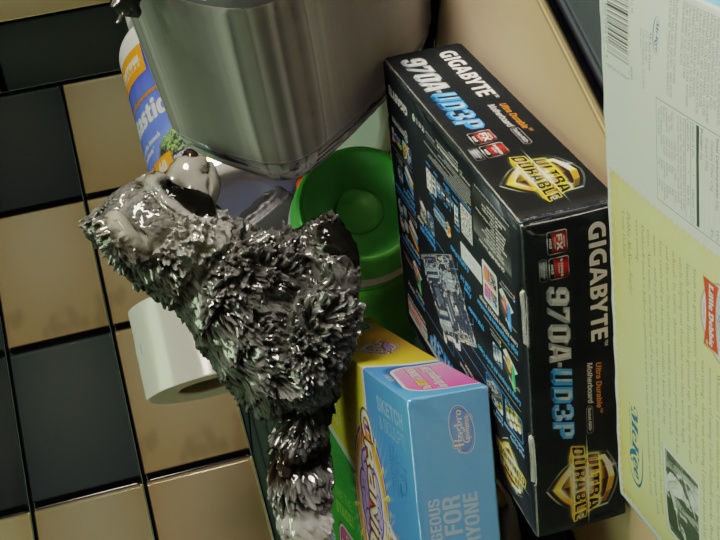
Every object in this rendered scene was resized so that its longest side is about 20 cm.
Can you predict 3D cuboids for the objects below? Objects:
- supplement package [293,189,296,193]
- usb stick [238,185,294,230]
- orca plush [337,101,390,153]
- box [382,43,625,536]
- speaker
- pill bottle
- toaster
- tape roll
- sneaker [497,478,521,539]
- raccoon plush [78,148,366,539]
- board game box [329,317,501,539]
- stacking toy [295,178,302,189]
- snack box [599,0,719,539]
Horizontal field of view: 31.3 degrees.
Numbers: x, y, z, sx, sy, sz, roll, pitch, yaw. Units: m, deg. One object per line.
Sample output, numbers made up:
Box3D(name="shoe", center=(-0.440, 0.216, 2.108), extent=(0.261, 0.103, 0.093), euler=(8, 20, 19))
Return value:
Box3D(name="supplement package", center=(-0.103, -0.106, 1.204), extent=(0.114, 0.109, 0.201), euler=(-119, 19, -59))
Box3D(name="usb stick", center=(-0.024, 0.031, 0.930), extent=(0.033, 0.055, 0.201), euler=(4, 131, 57))
Box3D(name="orca plush", center=(-0.023, -0.150, 0.824), extent=(0.200, 0.105, 0.071), euler=(51, -157, 14))
Box3D(name="box", center=(0.064, 0.000, 0.611), extent=(0.200, 0.046, 0.160), euler=(-120, 20, -59))
Box3D(name="speaker", center=(0.000, 0.000, 0.809), extent=(0.200, 0.088, 0.089), euler=(90, 165, -68))
Box3D(name="pill bottle", center=(-0.130, -0.143, 1.029), extent=(0.112, 0.111, 0.201), euler=(103, 150, -67))
Box3D(name="toaster", center=(-0.040, -0.138, 0.653), extent=(0.113, 0.200, 0.130), euler=(19, 142, 27))
Box3D(name="tape roll", center=(-0.235, 0.106, 1.921), extent=(0.203, 0.201, 0.140), euler=(116, 141, -74))
Box3D(name="sneaker", center=(0.055, 0.133, 0.781), extent=(0.090, 0.074, 0.201), euler=(104, 147, -49))
Box3D(name="raccoon plush", center=(-0.073, 0.041, 0.644), extent=(0.097, 0.133, 0.202), euler=(147, 122, -63))
Box3D(name="board game box", center=(0.021, 0.117, 0.675), extent=(0.200, 0.040, 0.155), euler=(-158, 61, -74))
Box3D(name="stacking toy", center=(-0.033, -0.102, 0.942), extent=(0.085, 0.085, 0.202), euler=(-158, 51, -77))
Box3D(name="snack box", center=(0.113, 0.013, 0.382), extent=(0.116, 0.037, 0.202), euler=(-122, 22, -62))
